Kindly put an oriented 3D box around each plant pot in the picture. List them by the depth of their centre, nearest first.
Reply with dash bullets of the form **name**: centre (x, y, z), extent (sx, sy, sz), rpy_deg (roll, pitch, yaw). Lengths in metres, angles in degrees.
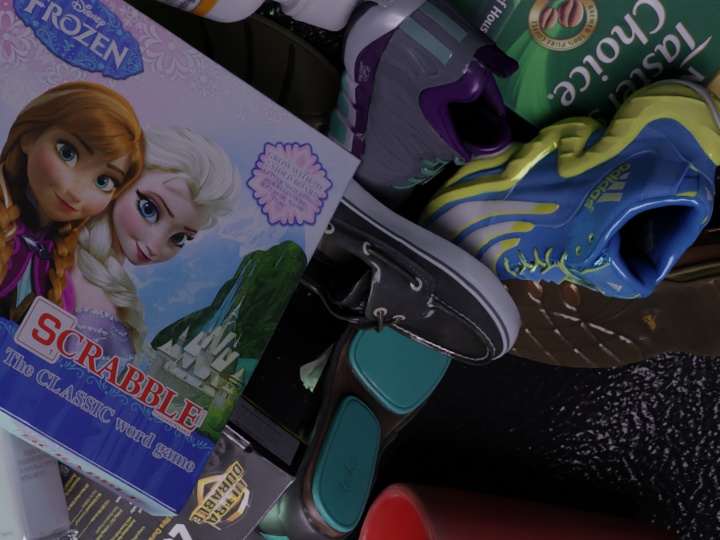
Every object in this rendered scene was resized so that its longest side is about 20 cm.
- **plant pot**: centre (0.103, 0.226, 1.305), extent (0.177, 0.201, 0.201), rpy_deg (0, 124, -18)

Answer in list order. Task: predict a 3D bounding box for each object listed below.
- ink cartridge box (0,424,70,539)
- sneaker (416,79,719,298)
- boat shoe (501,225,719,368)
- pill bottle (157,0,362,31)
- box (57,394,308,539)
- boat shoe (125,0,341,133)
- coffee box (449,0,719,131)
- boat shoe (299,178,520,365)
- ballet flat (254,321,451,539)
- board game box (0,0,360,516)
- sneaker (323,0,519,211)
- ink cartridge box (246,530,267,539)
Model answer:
- **ink cartridge box**: centre (-0.239, 0.047, 1.050), extent (0.162, 0.057, 0.201), rpy_deg (-12, 85, 20)
- **sneaker**: centre (0.105, -0.023, 1.132), extent (0.200, 0.105, 0.076), rpy_deg (-32, 123, 32)
- **boat shoe**: centre (0.154, 0.008, 1.229), extent (0.199, 0.068, 0.072), rpy_deg (-2, 128, 16)
- **pill bottle**: centre (-0.090, -0.187, 1.046), extent (0.199, 0.111, 0.111), rpy_deg (18, 120, -17)
- **box**: centre (-0.150, 0.120, 1.094), extent (0.160, 0.049, 0.200), rpy_deg (37, 107, -6)
- **boat shoe**: centre (-0.107, -0.098, 1.134), extent (0.199, 0.075, 0.068), rpy_deg (12, 141, -15)
- **coffee box**: centre (0.115, -0.136, 1.140), extent (0.200, 0.044, 0.123), rpy_deg (34, 115, -25)
- **boat shoe**: centre (0.000, 0.000, 1.132), extent (0.200, 0.057, 0.069), rpy_deg (36, 145, -24)
- **ballet flat**: centre (-0.010, 0.076, 1.200), extent (0.068, 0.200, 0.068), rpy_deg (-20, 114, 39)
- **board game box**: centre (-0.127, -0.019, 1.010), extent (0.200, 0.041, 0.200), rpy_deg (32, 72, -19)
- **sneaker**: centre (0.032, -0.067, 1.109), extent (0.074, 0.087, 0.200), rpy_deg (-45, 163, -21)
- **ink cartridge box**: centre (-0.110, 0.193, 1.238), extent (0.144, 0.085, 0.200), rpy_deg (-11, 151, 8)
